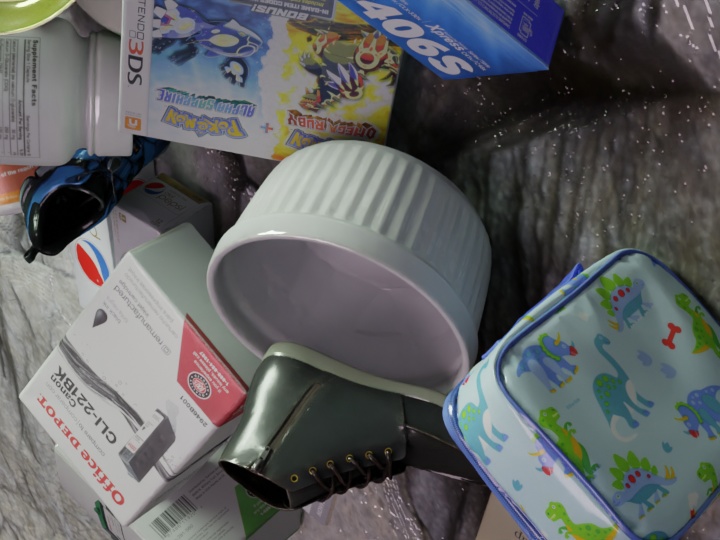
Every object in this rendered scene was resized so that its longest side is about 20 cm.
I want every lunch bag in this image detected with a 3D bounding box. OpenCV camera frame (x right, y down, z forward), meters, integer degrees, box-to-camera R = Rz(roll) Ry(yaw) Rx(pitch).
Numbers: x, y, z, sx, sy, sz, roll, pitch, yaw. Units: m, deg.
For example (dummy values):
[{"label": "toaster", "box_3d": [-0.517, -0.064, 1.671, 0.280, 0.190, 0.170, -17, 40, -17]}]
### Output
[{"label": "lunch bag", "box_3d": [0.155, 0.084, 0.918, 0.161, 0.199, 0.083, 48, 136, 8]}]

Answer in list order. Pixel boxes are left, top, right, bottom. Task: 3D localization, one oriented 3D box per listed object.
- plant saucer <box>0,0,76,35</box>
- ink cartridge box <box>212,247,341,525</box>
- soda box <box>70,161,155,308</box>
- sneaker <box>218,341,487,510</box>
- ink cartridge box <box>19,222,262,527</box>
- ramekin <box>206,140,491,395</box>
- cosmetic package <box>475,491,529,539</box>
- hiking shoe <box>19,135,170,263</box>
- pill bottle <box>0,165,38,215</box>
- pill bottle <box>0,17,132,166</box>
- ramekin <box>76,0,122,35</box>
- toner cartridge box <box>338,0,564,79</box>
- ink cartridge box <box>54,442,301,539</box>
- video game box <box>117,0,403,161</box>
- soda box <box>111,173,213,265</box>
[{"label": "plant saucer", "box_3d": [-0.259, -0.267, 1.040, 0.197, 0.031, 0.203, 4, 108, 12]}, {"label": "ink cartridge box", "box_3d": [-0.049, 0.085, 1.247, 0.175, 0.084, 0.201, 39, 140, 21]}, {"label": "soda box", "box_3d": [-0.227, -0.048, 1.370, 0.068, 0.063, 0.202, 27, 133, 34]}, {"label": "sneaker", "box_3d": [0.005, 0.134, 1.049, 0.198, 0.107, 0.075, 18, 149, 13]}, {"label": "ink cartridge box", "box_3d": [-0.163, 0.086, 1.193, 0.145, 0.084, 0.200, 48, 126, 8]}, {"label": "ramekin", "box_3d": [0.000, 0.000, 1.063, 0.198, 0.106, 0.201, 17, 147, 11]}, {"label": "cosmetic package", "box_3d": [0.152, 0.178, 1.098, 0.103, 0.073, 0.202, 37, 138, 26]}, {"label": "hiking shoe", "box_3d": [-0.204, -0.088, 1.238, 0.074, 0.087, 0.200, 34, 111, -30]}, {"label": "pill bottle", "box_3d": [-0.331, -0.161, 1.365, 0.111, 0.112, 0.202, 10, 123, 44]}, {"label": "pill bottle", "box_3d": [-0.273, -0.138, 1.140, 0.113, 0.197, 0.115, -179, 90, -79]}, {"label": "ramekin", "box_3d": [-0.157, -0.270, 1.097, 0.199, 0.097, 0.202, 29, 135, 33]}, {"label": "toner cartridge box", "box_3d": [0.026, -0.182, 0.900, 0.094, 0.044, 0.199, 0, 157, 47]}, {"label": "ink cartridge box", "box_3d": [-0.173, 0.206, 1.423, 0.200, 0.146, 0.085, 40, 150, 23]}, {"label": "video game box", "box_3d": [-0.067, -0.160, 1.034, 0.197, 0.047, 0.183, 10, 136, -1]}, {"label": "soda box", "box_3d": [-0.173, 0.019, 1.346, 0.068, 0.063, 0.202, 29, 136, 32]}]
